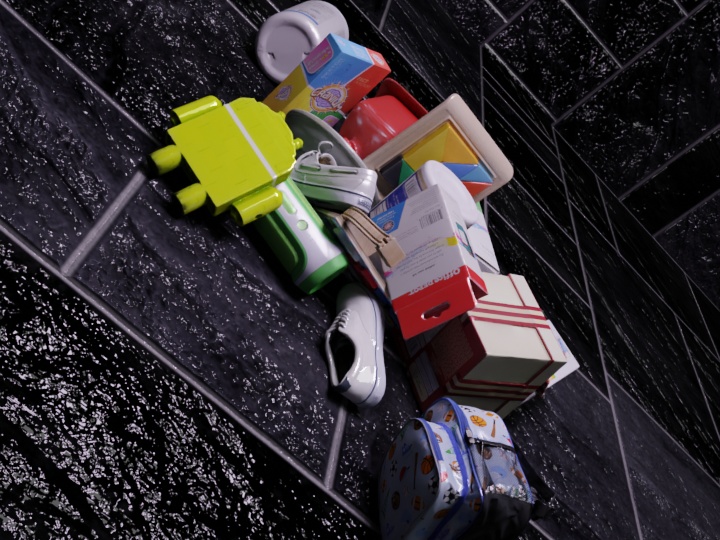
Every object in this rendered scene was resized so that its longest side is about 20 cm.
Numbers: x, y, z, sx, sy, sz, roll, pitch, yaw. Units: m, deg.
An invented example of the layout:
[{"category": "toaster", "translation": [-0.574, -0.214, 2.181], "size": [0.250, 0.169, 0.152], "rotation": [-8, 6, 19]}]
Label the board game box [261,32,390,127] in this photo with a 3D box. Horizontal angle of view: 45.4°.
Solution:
[{"category": "board game box", "translation": [-0.066, -0.287, 1.396], "size": [0.153, 0.200, 0.040], "rotation": [-1, 56, -58]}]

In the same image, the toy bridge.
[{"category": "toy bridge", "translation": [0.001, -0.053, 1.162], "size": [0.067, 0.027, 0.200], "rotation": [56, -8, -19]}]

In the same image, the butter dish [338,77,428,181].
[{"category": "butter dish", "translation": [0.019, -0.194, 1.425], "size": [0.147, 0.200, 0.200], "rotation": [-4, 44, -42]}]

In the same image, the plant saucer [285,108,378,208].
[{"category": "plant saucer", "translation": [-0.058, -0.160, 1.347], "size": [0.200, 0.050, 0.200], "rotation": [42, -14, 13]}]

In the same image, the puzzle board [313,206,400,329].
[{"category": "puzzle board", "translation": [0.000, 0.000, 1.229], "size": [0.200, 0.017, 0.151], "rotation": [57, -9, -16]}]

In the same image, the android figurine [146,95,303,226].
[{"category": "android figurine", "translation": [-0.168, -0.149, 1.116], "size": [0.200, 0.041, 0.182], "rotation": [-31, 80, -27]}]

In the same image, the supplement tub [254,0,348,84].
[{"category": "supplement tub", "translation": [-0.105, -0.423, 1.592], "size": [0.132, 0.132, 0.200], "rotation": [47, 25, -8]}]

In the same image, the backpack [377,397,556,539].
[{"category": "backpack", "translation": [0.105, 0.252, 1.013], "size": [0.154, 0.200, 0.191], "rotation": [27, 29, -17]}]

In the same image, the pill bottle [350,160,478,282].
[{"category": "pill bottle", "translation": [0.071, -0.064, 1.328], "size": [0.120, 0.200, 0.120], "rotation": [38, 29, -25]}]

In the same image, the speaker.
[{"category": "speaker", "translation": [-0.102, -0.068, 1.181], "size": [0.200, 0.088, 0.088], "rotation": [54, 26, 5]}]

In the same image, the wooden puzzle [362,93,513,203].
[{"category": "wooden puzzle", "translation": [0.121, -0.153, 1.361], "size": [0.185, 0.200, 0.037], "rotation": [45, 15, -32]}]

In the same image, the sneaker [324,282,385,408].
[{"category": "sneaker", "translation": [-0.011, 0.086, 1.146], "size": [0.071, 0.073, 0.200], "rotation": [35, 30, -36]}]

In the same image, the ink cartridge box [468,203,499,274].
[{"category": "ink cartridge box", "translation": [0.143, -0.038, 1.477], "size": [0.087, 0.145, 0.200], "rotation": [32, 32, -32]}]

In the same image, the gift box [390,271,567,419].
[{"category": "gift box", "translation": [0.170, 0.114, 1.291], "size": [0.186, 0.200, 0.185], "rotation": [8, 51, -34]}]

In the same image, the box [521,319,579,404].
[{"category": "box", "translation": [0.279, 0.165, 1.470], "size": [0.102, 0.112, 0.200], "rotation": [59, 25, 12]}]

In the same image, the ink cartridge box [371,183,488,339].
[{"category": "ink cartridge box", "translation": [0.096, -0.004, 1.173], "size": [0.067, 0.116, 0.201], "rotation": [35, 34, -51]}]

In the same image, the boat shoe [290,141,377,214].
[{"category": "boat shoe", "translation": [-0.058, -0.141, 1.233], "size": [0.202, 0.086, 0.075], "rotation": [14, -8, 40]}]
